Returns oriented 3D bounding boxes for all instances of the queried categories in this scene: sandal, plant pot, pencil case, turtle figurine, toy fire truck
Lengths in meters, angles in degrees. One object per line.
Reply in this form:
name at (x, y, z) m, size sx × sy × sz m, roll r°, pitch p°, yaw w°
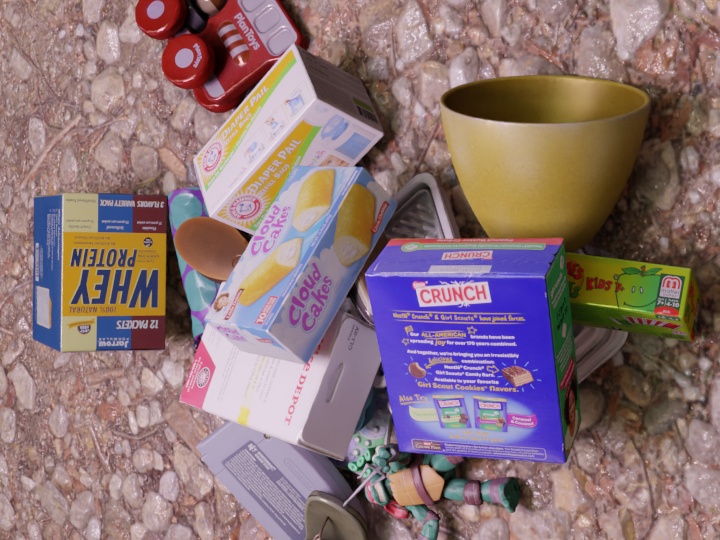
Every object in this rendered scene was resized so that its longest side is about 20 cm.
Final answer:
sandal at (-0.042, 0.335, 1.416) m, size 0.079 × 0.057 × 0.202 m, roll 21°, pitch 126°, yaw 14°
plant pot at (0.178, -0.099, 1.193) m, size 0.199 × 0.200 × 0.143 m, roll 15°, pitch 118°, yaw 39°
pencil case at (-0.189, -0.007, 1.554) m, size 0.085 × 0.092 × 0.201 m, roll -13°, pitch 79°, yaw 1°
turtle figurine at (0.065, 0.233, 1.330) m, size 0.199 × 0.101 × 0.150 m, roll -21°, pitch 113°, yaw 25°
toy fire truck at (-0.174, -0.308, 1.538) m, size 0.167 × 0.112 × 0.201 m, roll -34°, pitch 68°, yaw 9°

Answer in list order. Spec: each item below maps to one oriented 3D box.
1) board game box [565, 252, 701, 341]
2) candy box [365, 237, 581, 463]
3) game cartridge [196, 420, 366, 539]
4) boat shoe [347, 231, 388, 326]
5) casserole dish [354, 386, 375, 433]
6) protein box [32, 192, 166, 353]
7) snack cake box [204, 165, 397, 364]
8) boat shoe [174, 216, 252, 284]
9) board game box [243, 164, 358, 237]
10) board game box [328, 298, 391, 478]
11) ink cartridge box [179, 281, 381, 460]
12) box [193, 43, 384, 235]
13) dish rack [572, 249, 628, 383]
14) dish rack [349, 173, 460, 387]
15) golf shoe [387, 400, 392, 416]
board game box at (0.214, 0.020, 1.165) m, size 0.199 × 0.102 × 0.048 m, roll 8°, pitch 77°, yaw 23°
candy box at (0.108, 0.072, 1.132) m, size 0.168 × 0.077 × 0.201 m, roll 1°, pitch 121°, yaw 21°
game cartridge at (-0.090, 0.250, 1.450) m, size 0.200 × 0.042 × 0.133 m, roll 48°, pitch 123°, yaw -5°
boat shoe at (0.000, 0.000, 1.318) m, size 0.065 × 0.072 × 0.200 m, roll -57°, pitch 35°, yaw 28°
casserole dish at (-0.052, 0.132, 1.437) m, size 0.199 × 0.039 × 0.122 m, roll -4°, pitch 88°, yaw 40°
protein box at (-0.345, 0.000, 1.608) m, size 0.200 × 0.134 × 0.200 m, roll -176°, pitch 86°, yaw -65°
snack cake box at (-0.061, -0.009, 1.263) m, size 0.115 × 0.067 × 0.201 m, roll 7°, pitch 61°, yaw 48°
boat shoe at (-0.134, -0.002, 1.469) m, size 0.199 × 0.070 × 0.071 m, roll 26°, pitch 80°, yaw 27°
board game box at (-0.070, -0.061, 1.493) m, size 0.199 × 0.023 × 0.105 m, roll -26°, pitch 73°, yaw 37°
board game box at (-0.044, 0.130, 1.472) m, size 0.199 × 0.026 × 0.201 m, roll 12°, pitch 98°, yaw 39°
ink cartridge box at (-0.084, 0.106, 1.329) m, size 0.199 × 0.083 × 0.146 m, roll 13°, pitch 79°, yaw 44°
box at (-0.087, -0.142, 1.423) m, size 0.200 × 0.112 × 0.102 m, roll -45°, pitch 45°, yaw 25°
dish rack at (0.165, 0.057, 1.284) m, size 0.200 × 0.043 × 0.172 m, roll -48°, pitch 63°, yaw 31°
dish rack at (0.058, 0.013, 1.340) m, size 0.172 × 0.043 × 0.201 m, roll -44°, pitch 46°, yaw 35°
golf shoe at (0.117, 0.115, 1.241) m, size 0.200 × 0.092 × 0.073 m, roll -32°, pitch 70°, yaw 35°
